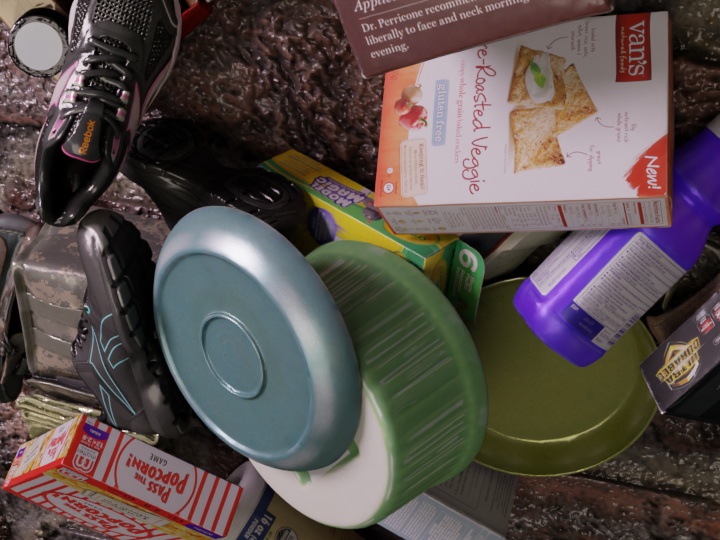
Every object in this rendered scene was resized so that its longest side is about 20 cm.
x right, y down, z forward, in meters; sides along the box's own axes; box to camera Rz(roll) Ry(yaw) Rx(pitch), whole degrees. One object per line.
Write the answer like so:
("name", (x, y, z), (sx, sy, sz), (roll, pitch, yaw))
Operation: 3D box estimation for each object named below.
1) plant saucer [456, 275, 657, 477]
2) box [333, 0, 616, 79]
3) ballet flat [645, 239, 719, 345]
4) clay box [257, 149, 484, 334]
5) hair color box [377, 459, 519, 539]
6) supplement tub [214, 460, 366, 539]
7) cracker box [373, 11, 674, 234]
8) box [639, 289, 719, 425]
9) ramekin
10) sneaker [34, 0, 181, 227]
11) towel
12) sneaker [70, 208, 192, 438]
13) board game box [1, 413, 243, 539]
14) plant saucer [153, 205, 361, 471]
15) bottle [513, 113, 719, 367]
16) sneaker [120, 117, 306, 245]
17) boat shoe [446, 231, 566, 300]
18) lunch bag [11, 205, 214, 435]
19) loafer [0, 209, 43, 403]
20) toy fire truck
("plant saucer", (0.145, 0.083, 0.950), (0.197, 0.031, 0.203), (4, 122, 7))
("box", (0.059, -0.253, 0.706), (0.164, 0.165, 0.202), (-10, 116, 23))
("ballet flat", (0.278, -0.010, 0.849), (0.067, 0.068, 0.201), (49, 124, 18))
("clay box", (0.000, 0.000, 0.900), (0.199, 0.047, 0.116), (30, 129, 31))
("hair color box", (0.035, 0.166, 1.004), (0.198, 0.099, 0.061), (30, 125, -2))
("supplement tub", (-0.064, 0.289, 1.081), (0.199, 0.145, 0.145), (38, 124, -7))
("cracker box", (0.114, -0.099, 0.800), (0.197, 0.136, 0.058), (-1, 160, 17))
("box", (0.319, 0.036, 0.823), (0.157, 0.046, 0.200), (13, 131, -34))
("ramekin", (-0.013, 0.089, 0.852), (0.198, 0.097, 0.203), (24, 128, 34))
("sneaker", (-0.176, -0.113, 0.798), (0.079, 0.087, 0.202), (15, 122, -11))
("towel", (-0.234, 0.169, 1.080), (0.146, 0.037, 0.201), (18, 154, 5))
("sneaker", (-0.188, 0.048, 0.879), (0.078, 0.076, 0.202), (-3, 121, 13))
("board game box", (-0.210, 0.188, 1.003), (0.150, 0.047, 0.199), (29, 153, -20))
("plant saucer", (-0.082, 0.055, 0.807), (0.198, 0.027, 0.203), (23, 128, 34))
("bottle", (0.202, -0.023, 0.833), (0.083, 0.066, 0.200), (30, 108, -41))
("sneaker", (-0.130, -0.052, 0.914), (0.199, 0.076, 0.092), (33, 133, 29))
("boat shoe", (0.094, -0.028, 0.891), (0.200, 0.071, 0.063), (-40, 67, 45))
("lunch bag", (-0.199, 0.059, 1.005), (0.162, 0.118, 0.202), (11, 129, 9))
("loafer", (-0.317, 0.041, 1.059), (0.062, 0.072, 0.203), (9, 120, 4))
("toy fire truck", (-0.176, -0.222, 0.840), (0.199, 0.129, 0.177), (-36, 112, 10))
